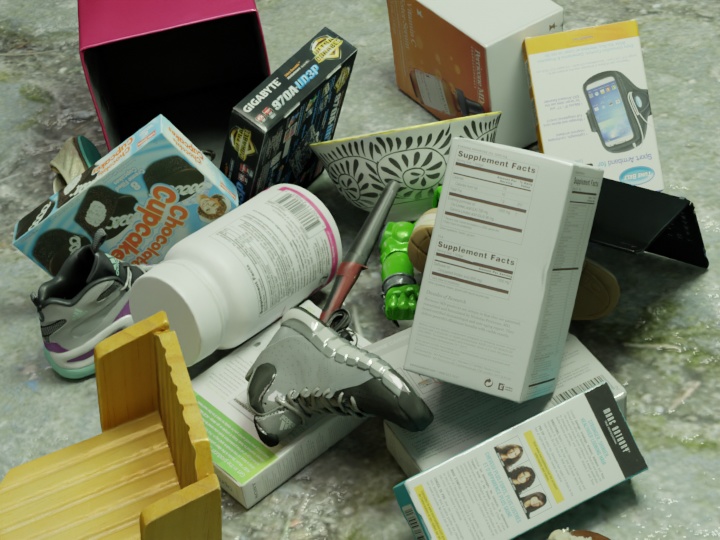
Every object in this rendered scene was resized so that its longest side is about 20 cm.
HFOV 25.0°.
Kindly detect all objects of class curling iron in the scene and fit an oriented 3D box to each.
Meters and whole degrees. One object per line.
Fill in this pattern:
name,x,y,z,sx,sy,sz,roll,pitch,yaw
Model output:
curling iron,0.000,0.000,1.539,0.049,0.026,0.201,4,57,32

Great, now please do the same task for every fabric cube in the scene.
fabric cube,-0.202,-0.233,1.814,0.194,0.201,0.200,-14,38,-4

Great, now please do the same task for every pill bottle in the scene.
pill bottle,-0.119,0.005,1.557,0.113,0.114,0.200,22,39,33

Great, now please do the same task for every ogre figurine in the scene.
ogre figurine,0.100,-0.013,1.571,0.199,0.098,0.120,-26,51,-6

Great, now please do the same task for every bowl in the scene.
bowl,0.052,-0.100,1.659,0.199,0.095,0.201,-9,4,1

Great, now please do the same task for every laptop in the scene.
laptop,0.216,-0.033,1.524,0.176,0.200,0.104,18,70,27

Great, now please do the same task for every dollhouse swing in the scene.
dollhouse swing,-0.223,0.172,1.362,0.174,0.183,0.201,-10,47,-13

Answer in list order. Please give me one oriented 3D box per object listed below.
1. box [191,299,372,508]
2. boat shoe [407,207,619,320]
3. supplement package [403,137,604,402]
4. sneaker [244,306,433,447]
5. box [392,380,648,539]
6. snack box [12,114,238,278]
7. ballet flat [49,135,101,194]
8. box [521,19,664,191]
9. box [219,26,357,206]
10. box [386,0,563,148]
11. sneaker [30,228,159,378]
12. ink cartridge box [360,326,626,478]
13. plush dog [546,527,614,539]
box,-0.075,0.119,1.501,0.199,0.037,0.144,-33,45,-27
boat shoe,0.143,-0.015,1.491,0.198,0.074,0.069,19,32,-3
supplement package,0.123,-0.003,1.381,0.109,0.202,0.114,14,6,21
sneaker,-0.030,0.119,1.408,0.116,0.075,0.200,-47,42,-11
box,0.133,0.172,1.351,0.199,0.049,0.083,-24,83,-16
snack box,-0.232,-0.055,1.610,0.199,0.116,0.037,-34,35,19
ballet flat,-0.296,-0.074,1.767,0.062,0.067,0.200,-40,37,8
box,0.239,-0.147,1.666,0.118,0.202,0.041,-9,0,0
box,-0.082,-0.131,1.670,0.046,0.201,0.159,35,54,12
box,0.127,-0.243,1.792,0.106,0.153,0.200,-27,42,-20
sneaker,-0.225,0.009,1.576,0.199,0.141,0.078,-29,43,-20
ink cartridge box,0.110,0.108,1.459,0.199,0.045,0.176,-22,44,-16
plush dog,0.118,0.297,1.197,0.170,0.162,0.200,-12,9,20
